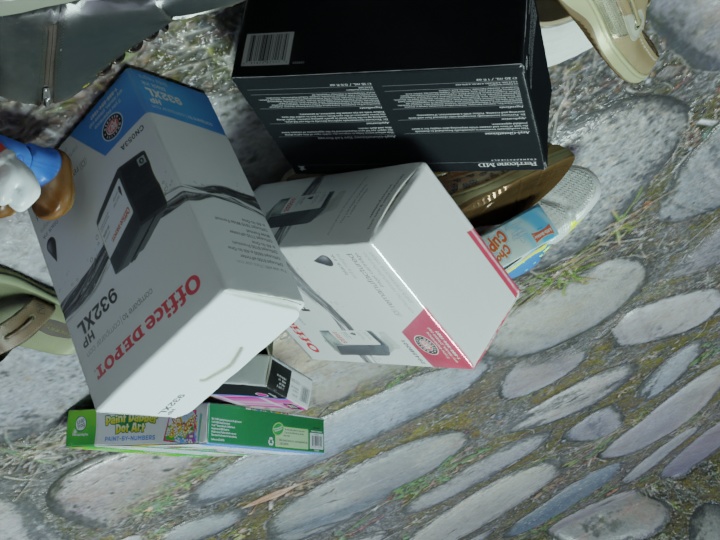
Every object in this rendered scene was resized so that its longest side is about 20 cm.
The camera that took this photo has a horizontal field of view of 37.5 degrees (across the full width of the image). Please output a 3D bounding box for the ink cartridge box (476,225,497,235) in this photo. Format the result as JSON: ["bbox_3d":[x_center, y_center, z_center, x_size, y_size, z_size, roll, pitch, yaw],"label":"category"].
[{"bbox_3d":[0.052,-0.006,1.057,0.200,0.050,0.161,-34,173,11],"label":"ink cartridge box"}]

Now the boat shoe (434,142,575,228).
[{"bbox_3d":[0.098,-0.074,0.918,0.199,0.063,0.073,-23,155,-26],"label":"boat shoe"}]

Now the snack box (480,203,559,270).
[{"bbox_3d":[0.082,0.014,0.971,0.116,0.037,0.200,-28,172,-33],"label":"snack box"}]

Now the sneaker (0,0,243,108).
[{"bbox_3d":[-0.143,-0.168,0.660,0.199,0.075,0.106,-11,154,-11],"label":"sneaker"}]

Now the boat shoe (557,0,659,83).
[{"bbox_3d":[0.175,-0.195,0.738,0.065,0.072,0.200,-36,146,18],"label":"boat shoe"}]

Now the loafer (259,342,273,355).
[{"bbox_3d":[-0.120,0.048,1.037,0.075,0.070,0.200,-27,153,-1],"label":"loafer"}]

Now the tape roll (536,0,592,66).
[{"bbox_3d":[0.143,-0.242,0.778,0.202,0.071,0.203,-21,152,-12],"label":"tape roll"}]

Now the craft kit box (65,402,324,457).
[{"bbox_3d":[-0.173,0.175,1.139,0.197,0.049,0.200,-10,163,31],"label":"craft kit box"}]

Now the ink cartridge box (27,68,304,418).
[{"bbox_3d":[-0.147,-0.017,0.760,0.145,0.201,0.084,-41,150,24],"label":"ink cartridge box"}]

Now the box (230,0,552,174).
[{"bbox_3d":[0.029,-0.134,0.758,0.199,0.079,0.141,1,155,16],"label":"box"}]

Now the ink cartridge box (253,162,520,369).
[{"bbox_3d":[0.000,0.000,0.835,0.146,0.199,0.085,50,61,-28],"label":"ink cartridge box"}]

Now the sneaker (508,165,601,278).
[{"bbox_3d":[0.182,-0.047,1.160,0.200,0.076,0.105,-33,165,25],"label":"sneaker"}]

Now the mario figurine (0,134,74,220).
[{"bbox_3d":[-0.281,-0.062,0.671,0.123,0.106,0.200,-35,153,18],"label":"mario figurine"}]

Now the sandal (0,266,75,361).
[{"bbox_3d":[-0.292,0.047,0.895,0.080,0.058,0.201,-39,150,21],"label":"sandal"}]

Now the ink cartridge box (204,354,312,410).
[{"bbox_3d":[-0.155,0.103,1.026,0.199,0.037,0.095,3,162,24],"label":"ink cartridge box"}]

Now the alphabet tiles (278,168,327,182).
[{"bbox_3d":[0.020,-0.098,0.973,0.195,0.015,0.200,4,139,-45],"label":"alphabet tiles"}]
